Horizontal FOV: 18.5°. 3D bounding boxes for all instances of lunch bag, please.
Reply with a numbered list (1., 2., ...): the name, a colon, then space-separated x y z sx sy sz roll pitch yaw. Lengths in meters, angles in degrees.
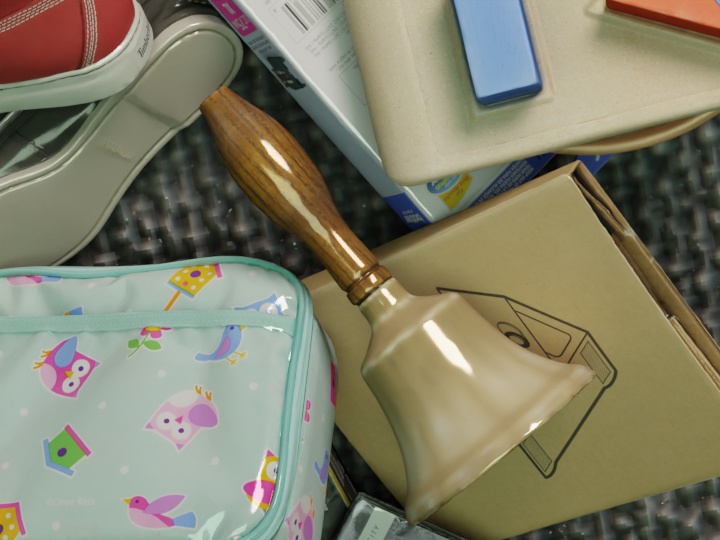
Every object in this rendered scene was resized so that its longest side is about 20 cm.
1. lunch bag: -0.113 0.070 0.999 0.199 0.077 0.161 -1 60 15

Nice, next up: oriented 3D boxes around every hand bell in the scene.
1. hand bell: 0.000 0.000 0.961 0.104 0.104 0.200 -39 86 8

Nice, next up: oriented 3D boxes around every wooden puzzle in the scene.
1. wooden puzzle: 0.082 -0.147 0.927 0.199 0.046 0.186 -14 87 12

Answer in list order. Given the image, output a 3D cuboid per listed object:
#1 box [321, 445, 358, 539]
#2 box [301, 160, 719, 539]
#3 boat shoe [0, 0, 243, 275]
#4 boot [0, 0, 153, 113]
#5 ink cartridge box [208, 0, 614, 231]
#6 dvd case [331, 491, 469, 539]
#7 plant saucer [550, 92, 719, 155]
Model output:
1. box: -0.068 0.155 1.090 0.159 0.049 0.201 -26 103 7
2. box: 0.067 0.047 1.017 0.200 0.021 0.164 -23 113 40
3. boat shoe: -0.137 -0.061 1.041 0.200 0.057 0.067 -41 136 12
4. boot: -0.209 -0.124 0.967 0.199 0.073 0.144 -13 139 17
5. ink cartridge box: 0.027 -0.105 1.014 0.119 0.042 0.200 -45 99 -16
6. dvd case: 0.055 0.210 1.075 0.199 0.016 0.149 25 104 -9
7. plant saucer: 0.101 -0.150 0.965 0.199 0.037 0.201 0 89 13
